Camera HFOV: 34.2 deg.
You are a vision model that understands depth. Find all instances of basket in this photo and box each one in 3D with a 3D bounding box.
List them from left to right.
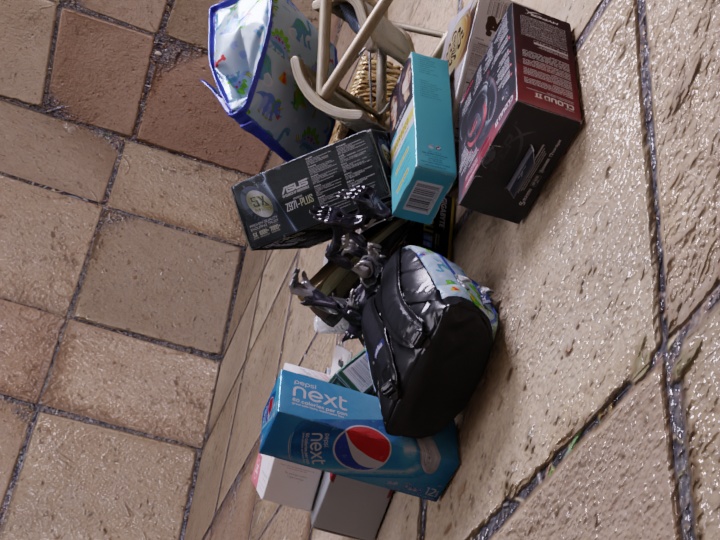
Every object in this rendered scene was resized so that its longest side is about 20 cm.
[{"bbox_3d":[0.028,-0.192,1.750,0.200,0.142,0.149,117,170,-53],"label":"basket"}]

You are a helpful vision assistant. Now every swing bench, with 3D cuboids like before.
[{"bbox_3d":[0.015,-0.269,1.502,0.199,0.129,0.201,20,-92,-64],"label":"swing bench"}]

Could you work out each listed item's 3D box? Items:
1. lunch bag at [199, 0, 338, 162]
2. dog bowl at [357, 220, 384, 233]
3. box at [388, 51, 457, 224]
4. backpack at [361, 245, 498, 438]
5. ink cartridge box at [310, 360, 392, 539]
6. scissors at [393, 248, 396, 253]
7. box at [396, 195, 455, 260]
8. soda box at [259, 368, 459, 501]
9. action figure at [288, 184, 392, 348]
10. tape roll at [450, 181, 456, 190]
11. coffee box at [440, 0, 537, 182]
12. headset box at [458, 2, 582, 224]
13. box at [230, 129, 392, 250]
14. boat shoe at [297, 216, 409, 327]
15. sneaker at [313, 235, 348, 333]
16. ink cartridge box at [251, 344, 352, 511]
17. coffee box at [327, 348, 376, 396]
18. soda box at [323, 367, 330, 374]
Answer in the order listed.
[{"bbox_3d":[-0.113,-0.240,1.520,0.127,0.170,0.201,-21,56,26],"label":"lunch bag"},{"bbox_3d":[0.042,-0.058,1.722,0.200,0.058,0.201,-164,90,-79],"label":"dog bowl"},{"bbox_3d":[0.069,-0.155,1.343,0.082,0.049,0.201,117,160,-44],"label":"box"},{"bbox_3d":[0.069,0.061,1.244,0.200,0.153,0.164,51,123,52],"label":"backpack"},{"bbox_3d":[-0.009,0.223,1.486,0.200,0.083,0.146,-107,35,-70],"label":"ink cartridge box"},{"bbox_3d":[0.037,-0.028,1.569,0.200,0.014,0.073,-90,18,-54],"label":"scissors"},{"bbox_3d":[0.063,0.018,1.533,0.200,0.049,0.160,118,167,-46],"label":"box"},{"bbox_3d":[-0.001,0.173,1.217,0.068,0.199,0.064,-90,21,-55],"label":"soda box"},{"bbox_3d":[-0.015,-0.002,1.347,0.119,0.102,0.201,-44,-35,-40],"label":"action figure"},{"bbox_3d":[0.120,-0.203,1.579,0.200,0.048,0.201,-163,90,-79],"label":"tape roll"},{"bbox_3d":[0.140,-0.218,1.416,0.113,0.080,0.201,153,133,-72],"label":"coffee box"},{"bbox_3d":[0.163,-0.159,1.231,0.200,0.075,0.149,-85,16,-46],"label":"headset box"},{"bbox_3d":[-0.031,-0.096,1.450,0.164,0.199,0.086,-6,-103,-66],"label":"box"},{"bbox_3d":[0.000,0.000,1.466,0.200,0.065,0.073,-41,14,-36],"label":"boat shoe"},{"bbox_3d":[-0.018,0.012,1.547,0.199,0.079,0.130,-44,-44,-81],"label":"sneaker"},{"bbox_3d":[-0.074,0.186,1.466,0.116,0.067,0.201,-172,99,-78],"label":"ink cartridge box"},{"bbox_3d":[0.013,0.121,1.353,0.200,0.044,0.123,-35,-13,-50],"label":"coffee box"},{"bbox_3d":[-0.054,0.244,1.730,0.071,0.063,0.200,-91,22,-58],"label":"soda box"}]
